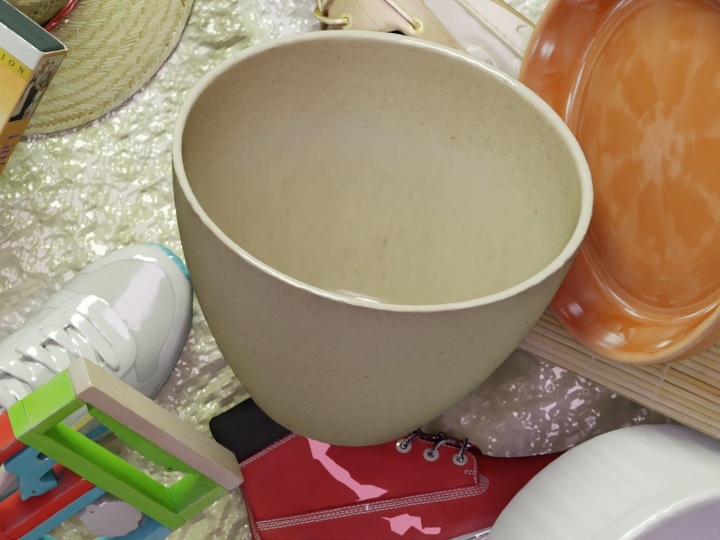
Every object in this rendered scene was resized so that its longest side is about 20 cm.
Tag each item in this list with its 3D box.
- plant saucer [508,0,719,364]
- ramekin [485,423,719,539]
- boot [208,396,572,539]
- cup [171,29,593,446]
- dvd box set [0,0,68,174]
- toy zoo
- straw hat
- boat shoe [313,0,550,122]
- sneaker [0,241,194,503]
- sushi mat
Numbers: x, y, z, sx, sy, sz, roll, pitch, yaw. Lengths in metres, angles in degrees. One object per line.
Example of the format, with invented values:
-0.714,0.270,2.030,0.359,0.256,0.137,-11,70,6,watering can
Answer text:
0.139,-0.056,1.286,0.032,0.200,0.201,0,90,-33,plant saucer
0.147,0.172,1.324,0.200,0.098,0.201,-10,117,-21,ramekin
0.030,0.086,1.379,0.200,0.072,0.145,-19,88,4,boot
0.000,0.000,1.318,0.200,0.200,0.143,13,132,1,cup
-0.249,-0.067,1.355,0.146,0.029,0.200,37,112,12,dvd box set
-0.173,0.128,1.344,0.200,0.131,0.020,-35,50,14,toy zoo
-0.183,-0.161,1.374,0.201,0.085,0.202,0,89,1,straw hat
0.011,-0.135,1.377,0.200,0.074,0.069,36,84,0,boat shoe
-0.162,0.065,1.375,0.200,0.081,0.077,-44,88,-1,sneaker
0.128,0.010,1.345,0.200,0.012,0.096,24,95,38,sushi mat
